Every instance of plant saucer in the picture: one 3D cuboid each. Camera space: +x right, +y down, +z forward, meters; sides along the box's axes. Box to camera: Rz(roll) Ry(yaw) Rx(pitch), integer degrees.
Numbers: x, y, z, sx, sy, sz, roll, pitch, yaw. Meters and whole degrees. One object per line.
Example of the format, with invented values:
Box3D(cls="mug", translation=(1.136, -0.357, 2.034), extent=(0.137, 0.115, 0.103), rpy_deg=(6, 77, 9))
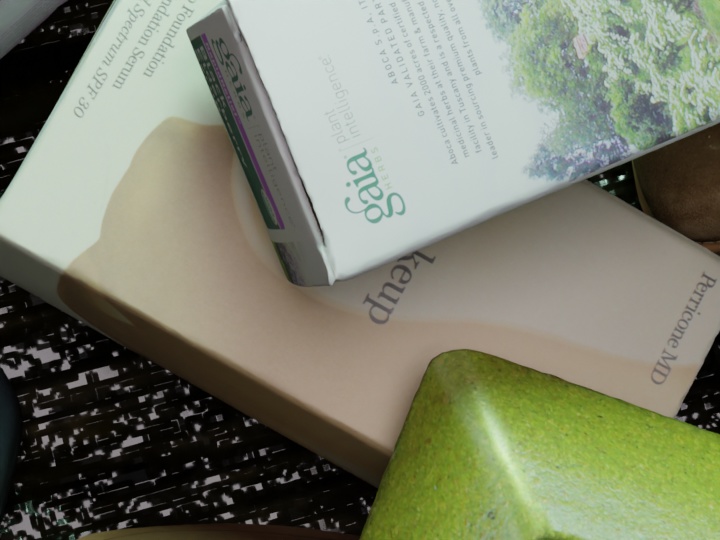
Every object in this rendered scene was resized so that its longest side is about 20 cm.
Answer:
Box3D(cls="plant saucer", translation=(0.080, 0.147, 0.703), extent=(0.200, 0.048, 0.200), rpy_deg=(19, 99, -13))

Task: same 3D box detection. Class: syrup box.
Box3D(cls="syrup box", translation=(0.060, -0.069, 0.685), extent=(0.200, 0.081, 0.079), rpy_deg=(-23, 95, -9))

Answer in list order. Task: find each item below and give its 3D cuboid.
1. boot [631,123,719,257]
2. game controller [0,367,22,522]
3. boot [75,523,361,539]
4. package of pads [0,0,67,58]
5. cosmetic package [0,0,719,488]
Box3D(cls="boot", translation=(0.104, -0.104, 0.766), extent=(0.073, 0.075, 0.200), rpy_deg=(-2, 74, 29))
Box3D(cls="game controller", translation=(-0.198, 0.042, 0.722), extent=(0.200, 0.042, 0.104), rpy_deg=(14, 37, -5))
Box3D(cls="boot", translation=(-0.073, 0.152, 0.717), extent=(0.200, 0.070, 0.147), rpy_deg=(0, 103, -35))
Box3D(cls="package of pads", translation=(-0.159, -0.095, 0.737), extent=(0.200, 0.076, 0.120), rpy_deg=(-43, 72, -12))
Box3D(cls="cosmetic package", translation=(0.000, 0.000, 0.750), extent=(0.200, 0.071, 0.105), rpy_deg=(28, 79, -2))
